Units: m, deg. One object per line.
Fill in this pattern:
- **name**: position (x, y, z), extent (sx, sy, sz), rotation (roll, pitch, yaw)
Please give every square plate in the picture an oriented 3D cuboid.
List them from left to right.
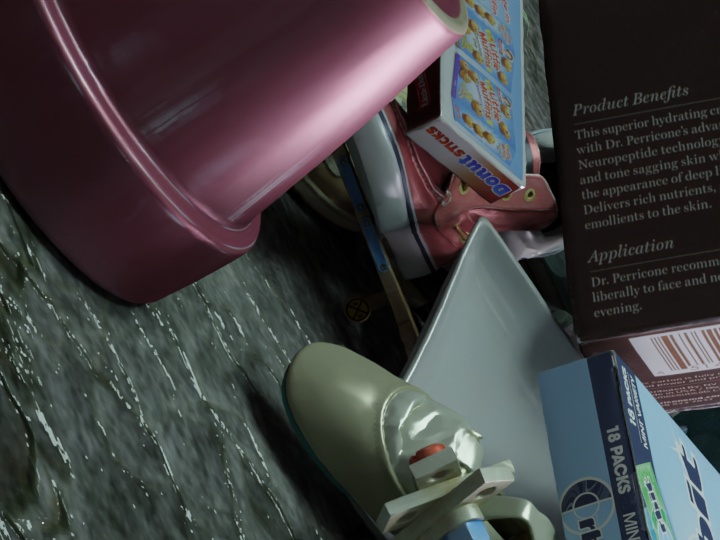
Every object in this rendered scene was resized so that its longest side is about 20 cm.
- **square plate**: position (0.070, 0.110, 1.457), extent (0.198, 0.028, 0.200), rotation (55, 42, -26)

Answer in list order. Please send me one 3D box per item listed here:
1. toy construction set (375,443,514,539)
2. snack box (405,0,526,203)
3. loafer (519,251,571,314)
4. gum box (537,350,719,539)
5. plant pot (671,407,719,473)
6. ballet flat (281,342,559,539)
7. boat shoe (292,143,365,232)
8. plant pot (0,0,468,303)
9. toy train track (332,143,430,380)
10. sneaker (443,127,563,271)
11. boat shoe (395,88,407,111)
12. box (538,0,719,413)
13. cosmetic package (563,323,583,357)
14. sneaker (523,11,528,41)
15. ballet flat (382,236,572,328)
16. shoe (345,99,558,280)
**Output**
- **toy construction set**: position (0.048, 0.178, 1.273), extent (0.131, 0.092, 0.201), rotation (30, 46, -64)
- **snack box**: position (0.053, -0.134, 1.473), extent (0.072, 0.024, 0.200), rotation (38, 41, -40)
- **loafer**: position (0.128, -0.002, 1.958), extent (0.072, 0.063, 0.200), rotation (10, 41, -32)
- **gum box**: position (0.152, 0.156, 1.429), extent (0.200, 0.044, 0.170), rotation (47, 30, -55)
- **plant pot**: position (0.257, 0.180, 1.798), extent (0.200, 0.196, 0.196), rotation (43, 21, -26)
- **ballet flat**: position (0.043, 0.103, 1.347), extent (0.200, 0.069, 0.070), rotation (51, 18, -28)
- **boat shoe**: position (-0.021, -0.089, 1.546), extent (0.200, 0.069, 0.074), rotation (44, 23, -49)
- **plant pot**: position (-0.061, -0.113, 1.234), extent (0.200, 0.179, 0.200), rotation (56, 15, -23)
- **toy train track**: position (0.000, 0.000, 1.500), extent (0.115, 0.032, 0.200), rotation (-99, 169, -80)
- **sneaker**: position (0.109, -0.041, 1.679), extent (0.200, 0.071, 0.073), rotation (-33, 107, -60)
- **boat shoe**: position (0.040, -0.059, 1.719), extent (0.200, 0.073, 0.063), rotation (24, 48, -49)
- **box**: position (0.199, -0.044, 1.569), extent (0.164, 0.165, 0.201), rotation (45, 39, -66)
- **cosmetic package**: position (0.131, 0.139, 1.616), extent (0.200, 0.081, 0.113), rotation (60, 8, -2)
- **sneaker**: position (0.013, -0.148, 1.645), extent (0.200, 0.077, 0.084), rotation (15, 11, -31)
- **ballet flat**: position (0.063, 0.026, 1.699), extent (0.200, 0.057, 0.067), rotation (32, 51, -52)
- **shoe**: position (0.046, -0.055, 1.494), extent (0.200, 0.091, 0.072), rotation (63, 7, -72)
